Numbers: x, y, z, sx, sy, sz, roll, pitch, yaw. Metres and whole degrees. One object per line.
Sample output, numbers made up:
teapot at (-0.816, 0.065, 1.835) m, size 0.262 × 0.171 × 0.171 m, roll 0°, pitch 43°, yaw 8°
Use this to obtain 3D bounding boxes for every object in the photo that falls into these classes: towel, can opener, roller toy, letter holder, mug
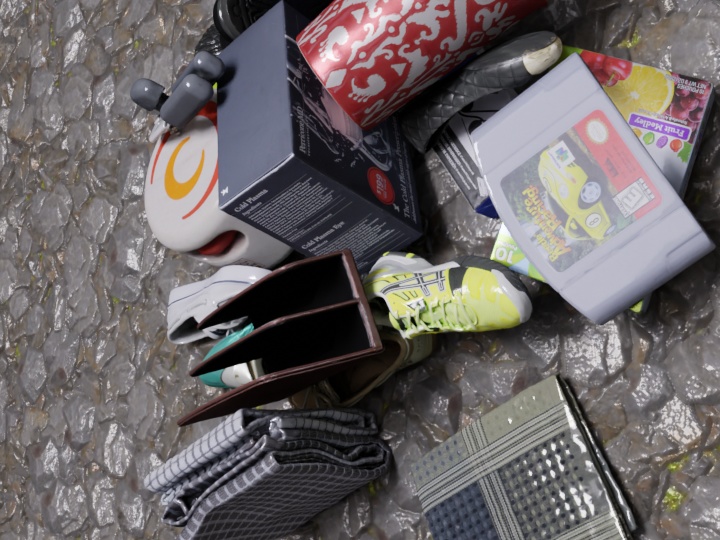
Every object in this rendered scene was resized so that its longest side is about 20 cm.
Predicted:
towel at (0.148, 0.222, 0.953) m, size 0.199 × 0.034 × 0.195 m, roll -37°, pitch 58°, yaw 30°
can opener at (-0.194, -0.177, 1.073) m, size 0.199 × 0.066 × 0.053 m, roll -10°, pitch 55°, yaw 63°
roller toy at (-0.139, -0.092, 1.160) m, size 0.202 × 0.139 × 0.182 m, roll -58°, pitch 43°, yaw 11°
towel at (-0.085, 0.204, 1.028) m, size 0.165 × 0.199 × 0.086 m, roll -36°, pitch 63°, yaw 29°
letter holder at (-0.098, 0.070, 0.992) m, size 0.199 × 0.141 × 0.102 m, roll -31°, pitch 76°, yaw 52°
mug at (0.058, -0.225, 0.958) m, size 0.199 × 0.177 × 0.134 m, roll -38°, pitch 70°, yaw 11°

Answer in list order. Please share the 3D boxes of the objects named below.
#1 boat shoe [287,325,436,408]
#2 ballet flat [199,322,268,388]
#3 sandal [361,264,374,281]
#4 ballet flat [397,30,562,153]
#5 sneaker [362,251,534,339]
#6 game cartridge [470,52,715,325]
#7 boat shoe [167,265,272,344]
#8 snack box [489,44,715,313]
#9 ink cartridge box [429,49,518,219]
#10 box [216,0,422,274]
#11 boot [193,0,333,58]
boat shoe at (-0.014, 0.097, 1.061) m, size 0.199 × 0.062 × 0.074 m, roll -35°, pitch 85°, yaw 35°
ballet flat at (-0.106, 0.089, 1.145) m, size 0.199 × 0.067 × 0.071 m, roll -40°, pitch 49°, yaw 25°
sandal at (-0.001, 0.001, 1.092) m, size 0.200 × 0.048 × 0.076 m, roll 35°, pitch 104°, yaw 36°
ballet flat at (0.111, -0.166, 0.961) m, size 0.199 × 0.066 × 0.057 m, roll -21°, pitch 106°, yaw 49°
sneaker at (0.072, 0.034, 0.953) m, size 0.198 × 0.076 × 0.076 m, roll 1°, pitch 40°, yaw 49°
game cartridge at (0.184, -0.063, 0.877) m, size 0.133 × 0.041 × 0.201 m, roll -37°, pitch 76°, yaw 19°
boat shoe at (-0.155, 0.045, 1.184) m, size 0.199 × 0.073 × 0.066 m, roll -21°, pitch 56°, yaw 51°
snack box at (0.211, -0.080, 0.914) m, size 0.141 × 0.053 × 0.203 m, roll 19°, pitch 94°, yaw 21°
ink cartridge box at (0.106, -0.159, 1.038) m, size 0.094 × 0.044 × 0.201 m, roll -44°, pitch 58°, yaw 22°
box at (-0.043, -0.125, 1.032) m, size 0.104 × 0.181 × 0.202 m, roll -31°, pitch 49°, yaw 32°
boot at (-0.134, -0.260, 1.155) m, size 0.156 × 0.210 × 0.081 m, roll -15°, pitch 94°, yaw 30°
